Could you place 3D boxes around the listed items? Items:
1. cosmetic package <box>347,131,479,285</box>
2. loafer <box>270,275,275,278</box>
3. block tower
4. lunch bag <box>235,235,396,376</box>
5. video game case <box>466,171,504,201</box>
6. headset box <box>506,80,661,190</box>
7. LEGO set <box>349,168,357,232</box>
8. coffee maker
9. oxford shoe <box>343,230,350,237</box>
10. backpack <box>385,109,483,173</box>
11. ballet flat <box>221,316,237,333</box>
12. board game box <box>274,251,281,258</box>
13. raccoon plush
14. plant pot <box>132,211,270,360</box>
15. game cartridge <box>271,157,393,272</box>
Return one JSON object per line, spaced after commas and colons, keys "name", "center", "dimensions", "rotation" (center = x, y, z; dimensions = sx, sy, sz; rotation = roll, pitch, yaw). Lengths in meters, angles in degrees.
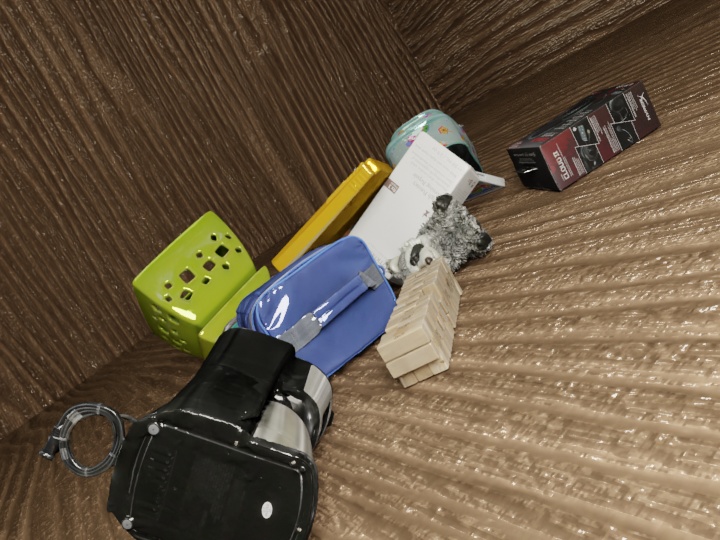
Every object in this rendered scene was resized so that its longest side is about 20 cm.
{"name": "cosmetic package", "center": [0.077, -0.090, 0.922], "dimensions": [0.202, 0.101, 0.074], "rotation": [-55, -24, 8]}
{"name": "loafer", "center": [-0.143, 0.040, 1.199], "dimensions": [0.073, 0.072, 0.200], "rotation": [-17, -6, -17]}
{"name": "block tower", "center": [0.070, 0.051, 0.672], "dimensions": [0.057, 0.055, 0.200], "rotation": [-27, 12, 23]}
{"name": "lunch bag", "center": [-0.046, 0.050, 0.783], "dimensions": [0.198, 0.138, 0.132], "rotation": [-37, 10, -24]}
{"name": "video game case", "center": [0.150, -0.162, 1.145], "dimensions": [0.195, 0.019, 0.142], "rotation": [7, -13, -32]}
{"name": "headset box", "center": [0.330, -0.200, 0.955], "dimensions": [0.197, 0.078, 0.149], "rotation": [-31, 11, 1]}
{"name": "LEGO set", "center": [0.065, -0.128, 1.081], "dimensions": [0.194, 0.120, 0.153], "rotation": [6, 14, 24]}
{"name": "coffee maker", "center": [-0.115, 0.125, 0.516], "dimensions": [0.135, 0.192, 0.200], "rotation": [-46, 7, 8]}
{"name": "oxford shoe", "center": [-0.023, -0.025, 1.123], "dimensions": [0.069, 0.073, 0.201], "rotation": [17, 34, 15]}
{"name": "backpack", "center": [0.142, -0.230, 1.249], "dimensions": [0.173, 0.157, 0.199], "rotation": [-28, -16, 16]}
{"name": "ballet flat", "center": [-0.164, 0.076, 1.046], "dimensions": [0.071, 0.073, 0.200], "rotation": [-20, 15, 48]}
{"name": "board game box", "center": [-0.073, -0.063, 1.189], "dimensions": [0.155, 0.039, 0.201], "rotation": [-21, 20, 38]}
{"name": "raccoon plush", "center": [0.113, -0.015, 0.860], "dimensions": [0.134, 0.097, 0.200], "rotation": [-45, -21, 4]}
{"name": "plant pot", "center": [-0.268, 0.055, 1.122], "dimensions": [0.200, 0.180, 0.201], "rotation": [-47, -15, -27]}
{"name": "game cartridge", "center": [-0.034, -0.082, 0.914], "dimensions": [0.201, 0.032, 0.176], "rotation": [-48, -5, 12]}
